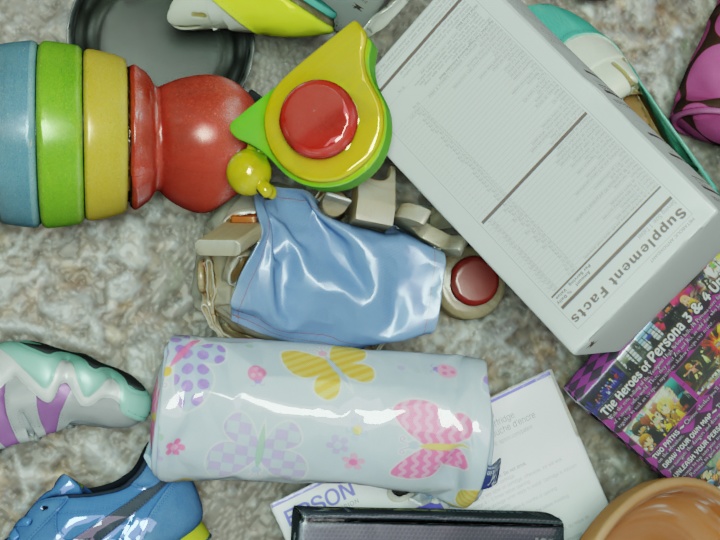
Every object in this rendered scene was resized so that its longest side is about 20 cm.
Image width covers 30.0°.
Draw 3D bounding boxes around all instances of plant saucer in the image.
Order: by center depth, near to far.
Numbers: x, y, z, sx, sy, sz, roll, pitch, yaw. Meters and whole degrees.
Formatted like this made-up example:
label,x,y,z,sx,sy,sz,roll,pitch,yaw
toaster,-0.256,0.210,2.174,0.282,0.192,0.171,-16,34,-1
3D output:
label,x,y,z,sx,sy,sz,roll,pitch,yaw
plant saucer,0.173,0.221,0.793,0.200,0.037,0.201,1,88,-39

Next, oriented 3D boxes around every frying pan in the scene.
label,x,y,z,sx,sy,sz,roll,pitch,yaw
frying pan,-0.087,-0.133,0.836,0.189,0.031,0.115,13,86,-10

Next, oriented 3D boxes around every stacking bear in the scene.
label,x,y,z,sx,sy,sz,roll,pitch,yaw
stacking bear,-0.154,-0.074,0.770,0.199,0.122,0.114,-1,121,-12

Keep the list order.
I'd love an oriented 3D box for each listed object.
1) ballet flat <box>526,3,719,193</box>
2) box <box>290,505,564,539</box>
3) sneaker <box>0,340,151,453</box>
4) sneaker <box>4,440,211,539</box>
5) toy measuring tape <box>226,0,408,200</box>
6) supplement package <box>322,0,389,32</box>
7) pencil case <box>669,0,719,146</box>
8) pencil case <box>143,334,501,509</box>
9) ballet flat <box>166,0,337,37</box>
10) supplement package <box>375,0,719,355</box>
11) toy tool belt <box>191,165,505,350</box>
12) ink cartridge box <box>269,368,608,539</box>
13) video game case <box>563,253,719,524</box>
label,x,y,z,sx,sy,sz,roll,pitch,yaw
ballet flat,0.167,-0.094,0.852,0.067,0.070,0.200,-36,92,-9
box,0.034,0.239,0.778,0.157,0.051,0.201,4,86,-8
sneaker,-0.230,0.106,0.783,0.199,0.078,0.141,12,87,1
sneaker,-0.188,0.168,0.782,0.200,0.066,0.079,-28,98,-14
toy measuring tape,0.012,-0.101,0.728,0.200,0.074,0.074,-38,92,5
supplement package,-0.030,-0.268,0.813,0.200,0.111,0.156,36,82,-4
pencil case,0.276,-0.169,0.862,0.090,0.094,0.201,23,83,-6
pencil case,-0.021,0.086,0.769,0.199,0.083,0.091,6,128,-4
ballet flat,-0.109,-0.184,0.799,0.200,0.067,0.067,37,101,-3
supplement package,0.107,-0.060,0.774,0.114,0.109,0.200,-46,72,16
toy tool belt,0.000,0.000,0.795,0.199,0.123,0.126,6,86,-8
ink cartridge box,0.069,0.190,0.833,0.197,0.043,0.201,-24,92,-9
video game case,0.257,0.058,0.840,0.181,0.036,0.200,40,94,-15
